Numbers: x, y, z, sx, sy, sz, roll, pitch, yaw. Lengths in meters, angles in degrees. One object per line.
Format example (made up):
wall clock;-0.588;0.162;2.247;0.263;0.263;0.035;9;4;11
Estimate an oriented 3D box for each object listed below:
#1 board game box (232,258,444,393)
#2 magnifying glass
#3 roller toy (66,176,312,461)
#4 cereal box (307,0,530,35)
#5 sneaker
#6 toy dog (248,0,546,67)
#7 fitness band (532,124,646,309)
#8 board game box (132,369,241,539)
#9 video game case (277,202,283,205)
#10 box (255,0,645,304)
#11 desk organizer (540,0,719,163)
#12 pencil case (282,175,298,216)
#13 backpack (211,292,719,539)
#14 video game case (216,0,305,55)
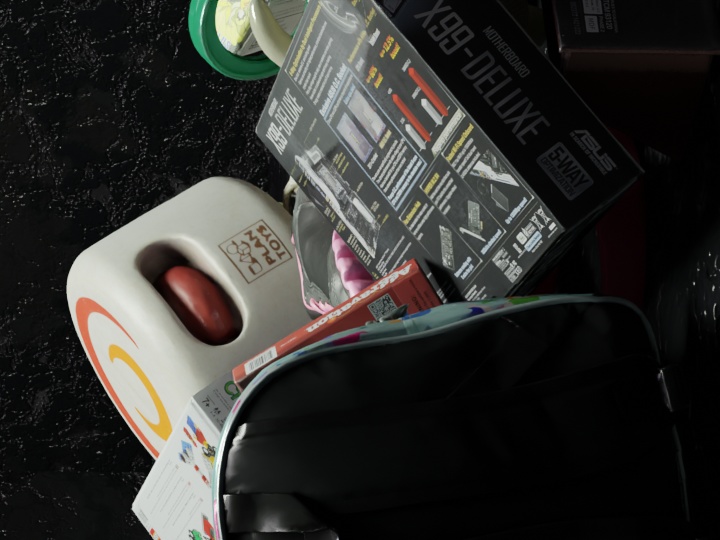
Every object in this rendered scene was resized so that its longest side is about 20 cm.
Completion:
board game box;0.034;0.102;0.938;0.200;0.103;0.019;57;-175;-20
magnifying glass;-0.013;-0.185;1.117;0.022;0.200;0.080;39;166;48
roller toy;-0.085;0.040;1.239;0.200;0.140;0.183;19;137;59
cereal box;0.029;-0.104;0.960;0.144;0.040;0.200;39;152;38
sneaker;0.000;0.000;1.064;0.200;0.079;0.095;-108;35;-56
toy dog;0.037;-0.197;1.061;0.140;0.194;0.200;-77;-12;-56
fitness band;0.111;0.002;1.022;0.200;0.037;0.144;111;162;-67
board game box;-0.069;0.149;1.128;0.126;0.035;0.200;52;153;9
video game case;-0.011;0.038;1.394;0.036;0.181;0.200;-91;6;-47
box;0.032;-0.055;0.898;0.158;0.050;0.200;51;158;8
desk organizer;0.110;-0.148;0.899;0.077;0.072;0.200;97;172;-52
pencil case;0.018;-0.092;1.273;0.078;0.089;0.200;-21;27;41
backpack;0.034;0.102;0.840;0.151;0.200;0.178;164;94;-80
video game case;0.001;-0.228;1.219;0.200;0.036;0.181;-28;-25;-56
